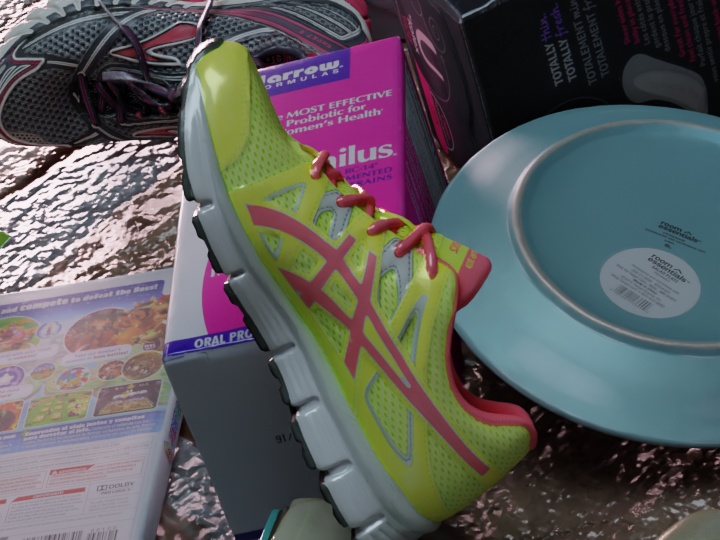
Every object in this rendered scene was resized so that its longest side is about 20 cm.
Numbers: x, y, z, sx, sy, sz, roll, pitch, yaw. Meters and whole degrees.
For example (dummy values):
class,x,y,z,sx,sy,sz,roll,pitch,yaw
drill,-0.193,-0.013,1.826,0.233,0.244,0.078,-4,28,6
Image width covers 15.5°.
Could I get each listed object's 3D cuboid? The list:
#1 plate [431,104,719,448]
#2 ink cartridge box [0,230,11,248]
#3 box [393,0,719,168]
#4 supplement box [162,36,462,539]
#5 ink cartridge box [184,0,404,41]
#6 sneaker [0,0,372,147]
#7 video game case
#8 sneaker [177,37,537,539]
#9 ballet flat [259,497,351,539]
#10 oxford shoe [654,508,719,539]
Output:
class,x,y,z,sx,sy,sz,roll,pitch,yaw
plate,0.127,-0.009,1.078,0.198,0.026,0.201,4,44,-3
ink cartridge box,-0.285,0.011,1.225,0.147,0.076,0.200,21,60,41
box,0.124,-0.127,1.208,0.199,0.123,0.106,-25,36,-10
supplement box,-0.016,0.003,1.117,0.100,0.104,0.201,-13,34,9
ink cartridge box,-0.028,-0.198,1.415,0.135,0.077,0.201,-8,35,14
sneaker,-0.093,-0.098,1.305,0.198,0.081,0.075,-12,38,9
video game case,-0.147,0.074,1.151,0.142,0.018,0.201,-9,37,14
sneaker,0.000,0.000,0.971,0.090,0.201,0.078,-26,7,9
ballet flat,-0.033,0.159,0.954,0.069,0.070,0.200,0,38,24
oxford shoe,0.092,0.143,0.856,0.070,0.074,0.200,18,47,17
